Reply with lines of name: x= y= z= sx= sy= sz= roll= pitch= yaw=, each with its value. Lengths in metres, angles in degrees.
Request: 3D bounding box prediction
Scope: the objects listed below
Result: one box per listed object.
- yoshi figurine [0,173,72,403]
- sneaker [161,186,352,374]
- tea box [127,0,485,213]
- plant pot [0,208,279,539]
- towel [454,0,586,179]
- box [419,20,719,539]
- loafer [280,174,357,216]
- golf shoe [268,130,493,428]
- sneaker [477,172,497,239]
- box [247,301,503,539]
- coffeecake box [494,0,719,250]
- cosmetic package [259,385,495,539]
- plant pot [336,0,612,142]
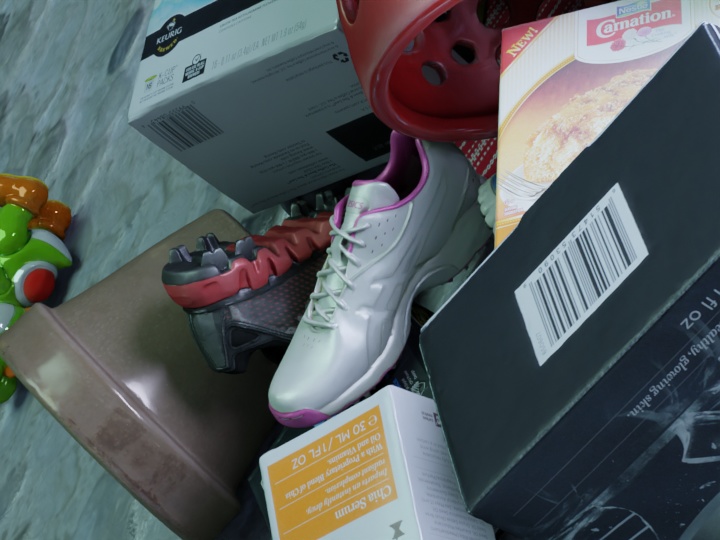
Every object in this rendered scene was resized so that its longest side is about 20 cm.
yoshi figurine: x=-0.328 y=0.022 z=1.866 sx=0.112 sy=0.112 sz=0.202 roll=136 pitch=148 yaw=-61
sneaker: x=-0.029 y=0.008 z=1.325 sx=0.071 sy=0.199 sz=0.099 roll=7 pitch=115 yaw=57
tea box: x=-0.030 y=-0.175 z=1.410 sx=0.199 sy=0.133 sz=0.198 roll=-19 pitch=48 yaw=38
plant pot: x=-0.117 y=0.057 z=1.403 sx=0.175 sy=0.200 sz=0.200 roll=-45 pitch=28 yaw=-3
towel: x=0.094 y=-0.132 z=1.357 sx=0.145 sy=0.022 sz=0.200 roll=-56 pitch=28 yaw=13
box: x=0.166 y=0.038 z=0.899 sx=0.200 sy=0.196 sz=0.124 roll=-49 pitch=32 yaw=24
loafer: x=-0.035 y=-0.126 z=1.540 sx=0.063 sy=0.072 sz=0.201 roll=-24 pitch=49 yaw=22
golf shoe: x=0.000 y=0.000 z=1.238 sx=0.075 sy=0.092 sz=0.200 roll=11 pitch=57 yaw=49
sneaker: x=0.122 y=-0.020 z=1.153 sx=0.089 sy=0.078 sz=0.201 roll=-52 pitch=29 yaw=24
box: x=0.016 y=0.124 z=1.241 sx=0.159 sy=0.046 sz=0.200 roll=-54 pitch=29 yaw=14
coffeecake box: x=0.151 y=-0.045 z=1.066 sx=0.152 sy=0.073 sz=0.201 roll=-12 pitch=50 yaw=21
cosmetic package: x=0.018 y=0.175 z=1.099 sx=0.101 sy=0.071 sz=0.201 roll=-31 pitch=57 yaw=30
plant pot: x=0.074 y=-0.200 z=1.195 sx=0.200 sy=0.199 sz=0.184 roll=-36 pitch=62 yaw=40
